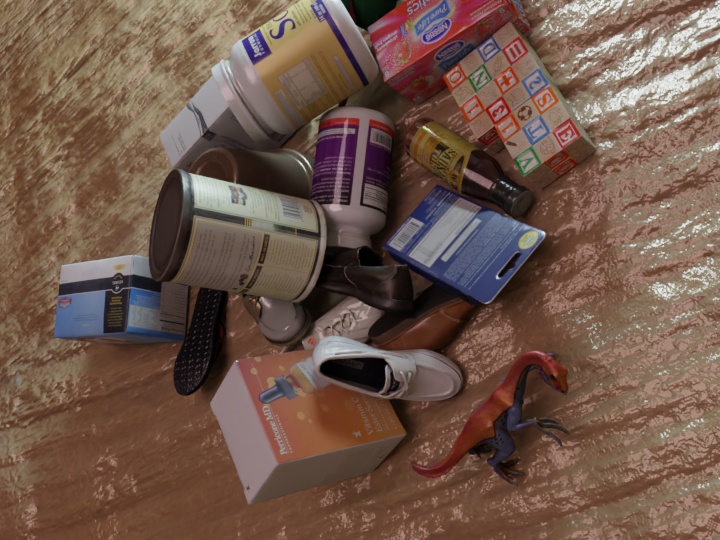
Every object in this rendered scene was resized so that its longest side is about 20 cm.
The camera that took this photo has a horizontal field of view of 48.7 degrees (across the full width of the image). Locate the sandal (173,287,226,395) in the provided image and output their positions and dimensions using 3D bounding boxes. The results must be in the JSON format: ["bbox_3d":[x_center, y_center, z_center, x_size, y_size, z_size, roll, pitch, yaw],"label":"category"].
[{"bbox_3d":[-0.253,0.112,1.313,0.075,0.045,0.201,-2,64,30],"label":"sandal"}]

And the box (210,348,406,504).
[{"bbox_3d":[-0.069,0.194,1.043,0.106,0.199,0.153,-56,52,40],"label":"box"}]

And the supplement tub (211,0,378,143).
[{"bbox_3d":[-0.090,-0.282,1.109,0.199,0.145,0.146,-31,62,6],"label":"supplement tub"}]

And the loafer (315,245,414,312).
[{"bbox_3d":[0.000,0.000,1.077,0.199,0.073,0.072,18,100,40],"label":"loafer"}]

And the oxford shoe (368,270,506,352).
[{"bbox_3d":[0.112,0.058,1.051,0.199,0.071,0.071,-31,19,14],"label":"oxford shoe"}]

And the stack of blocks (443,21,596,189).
[{"bbox_3d":[0.204,-0.207,1.039,0.115,0.058,0.201,-36,61,24],"label":"stack of blocks"}]

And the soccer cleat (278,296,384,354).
[{"bbox_3d":[-0.045,0.094,1.138,0.200,0.077,0.069,-42,59,21],"label":"soccer cleat"}]

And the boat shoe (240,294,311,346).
[{"bbox_3d":[-0.140,0.048,1.177,0.075,0.068,0.200,-45,32,-8],"label":"boat shoe"}]

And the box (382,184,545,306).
[{"bbox_3d":[0.133,-0.031,1.026,0.121,0.032,0.200,-48,43,-10],"label":"box"}]

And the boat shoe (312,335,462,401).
[{"bbox_3d":[0.035,0.136,1.013,0.199,0.065,0.074,8,107,-6],"label":"boat shoe"}]

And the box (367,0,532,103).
[{"bbox_3d":[0.122,-0.333,1.104,0.199,0.095,0.100,-27,66,28],"label":"box"}]

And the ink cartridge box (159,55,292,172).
[{"bbox_3d":[-0.203,-0.234,1.285,0.200,0.146,0.084,-41,59,20],"label":"ink cartridge box"}]

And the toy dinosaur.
[{"bbox_3d":[0.168,0.171,0.919,0.105,0.199,0.182,53,155,42],"label":"toy dinosaur"}]

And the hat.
[{"bbox_3d":[0.026,-0.372,1.184,0.200,0.165,0.177,145,104,-74],"label":"hat"}]

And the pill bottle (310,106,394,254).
[{"bbox_3d":[-0.014,-0.125,1.144,0.112,0.112,0.201,0,79,36],"label":"pill bottle"}]

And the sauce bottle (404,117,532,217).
[{"bbox_3d":[0.143,-0.137,1.063,0.200,0.066,0.066,39,102,37],"label":"sauce bottle"}]

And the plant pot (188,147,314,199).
[{"bbox_3d":[-0.168,-0.106,1.215,0.199,0.174,0.201,-8,76,34],"label":"plant pot"}]

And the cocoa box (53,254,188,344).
[{"bbox_3d":[-0.412,0.057,1.377,0.199,0.133,0.132,-6,76,35],"label":"cocoa box"}]

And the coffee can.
[{"bbox_3d":[-0.165,-0.042,1.065,0.146,0.199,0.147,-30,55,55],"label":"coffee can"}]
